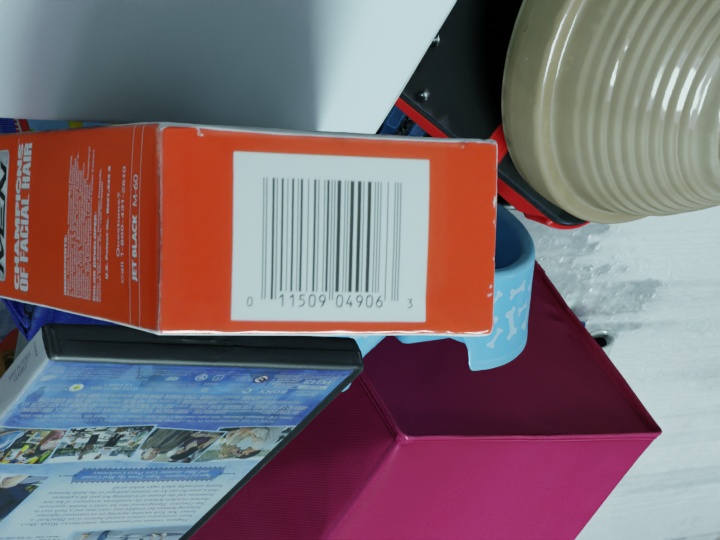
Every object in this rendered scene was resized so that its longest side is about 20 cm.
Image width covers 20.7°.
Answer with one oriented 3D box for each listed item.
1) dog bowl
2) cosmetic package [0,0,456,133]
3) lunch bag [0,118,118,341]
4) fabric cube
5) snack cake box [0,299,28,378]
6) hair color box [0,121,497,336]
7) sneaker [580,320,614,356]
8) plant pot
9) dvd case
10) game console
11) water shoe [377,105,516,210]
[{"bbox_3d":[0.000,0.000,0.925,0.199,0.111,0.050,-5,127,-37],"label":"dog bowl"},{"bbox_3d":[-0.087,-0.158,0.684,0.198,0.201,0.123,0,135,-38],"label":"cosmetic package"},{"bbox_3d":[-0.094,-0.046,0.820,0.150,0.201,0.094,0,135,-37],"label":"lunch bag"},{"bbox_3d":[-0.001,0.086,1.067,0.195,0.201,0.200,4,131,-40],"label":"fabric cube"},{"bbox_3d":[-0.178,0.035,0.832,0.199,0.067,0.116,3,110,-34],"label":"snack cake box"},{"bbox_3d":[-0.048,-0.016,0.653,0.110,0.200,0.065,1,91,-25],"label":"hair color box"},{"bbox_3d":[0.129,0.102,1.296,0.146,0.081,0.199,-41,140,21],"label":"sneaker"},{"bbox_3d":[0.169,-0.099,0.929,0.200,0.093,0.202,-26,136,-28],"label":"plant pot"},{"bbox_3d":[-0.106,0.081,0.806,0.142,0.018,0.200,3,146,-36],"label":"dvd case"},{"bbox_3d":[0.113,-0.132,0.971,0.177,0.031,0.201,36,91,-40],"label":"game console"},{"bbox_3d":[0.032,-0.059,1.014,0.199,0.079,0.072,-7,139,-33],"label":"water shoe"}]
